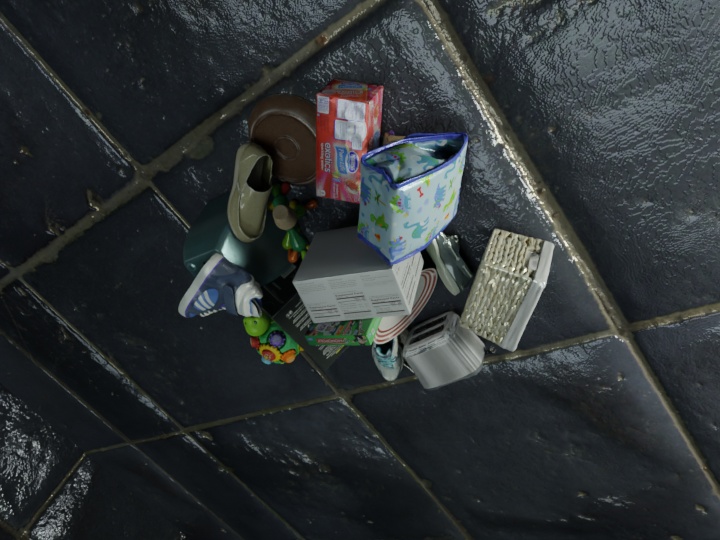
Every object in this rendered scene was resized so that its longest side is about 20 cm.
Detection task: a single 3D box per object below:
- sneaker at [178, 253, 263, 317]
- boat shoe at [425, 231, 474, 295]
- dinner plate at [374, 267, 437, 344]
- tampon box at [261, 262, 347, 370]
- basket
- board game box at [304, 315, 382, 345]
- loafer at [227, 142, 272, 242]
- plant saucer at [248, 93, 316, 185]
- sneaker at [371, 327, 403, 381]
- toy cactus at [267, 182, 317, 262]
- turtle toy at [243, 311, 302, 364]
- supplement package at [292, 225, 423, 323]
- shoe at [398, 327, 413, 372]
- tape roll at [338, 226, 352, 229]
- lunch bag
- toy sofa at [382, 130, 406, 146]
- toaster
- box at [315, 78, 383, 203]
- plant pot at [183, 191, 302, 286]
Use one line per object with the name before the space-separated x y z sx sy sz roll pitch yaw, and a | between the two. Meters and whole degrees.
sneaker | -0.277 0.069 1.181 0.146 0.081 0.200 38 128 -4
boat shoe | 0.174 -0.046 1.184 0.062 0.073 0.201 -31 111 -7
dinner plate | 0.090 0.072 1.223 0.024 0.200 0.201 38 139 24
tampon box | -0.123 0.100 1.328 0.200 0.126 0.150 51 169 -33
basket | 0.283 0.036 1.138 0.123 0.136 0.201 19 133 11
board game box | -0.013 0.065 1.136 0.134 0.200 0.029 -3 129 27
loafer | -0.216 -0.151 1.148 0.068 0.075 0.201 19 111 46
plant saucer | -0.141 -0.251 1.156 0.199 0.035 0.201 13 131 15
sneaker | 0.055 0.185 1.339 0.077 0.086 0.201 0 120 13
toy cactus | -0.136 -0.097 1.178 0.102 0.165 0.201 -14 81 3
turtle toy | -0.234 0.174 1.517 0.145 0.101 0.201 -10 124 31
supplement package | 0.000 0.000 1.092 0.199 0.156 0.111 -7 127 23
shoe | 0.100 0.181 1.403 0.070 0.053 0.200 -29 112 39
tape roll | 0.000 0.000 1.247 0.199 0.048 0.201 13 133 14
lunch bag | 0.098 -0.134 0.989 0.127 0.199 0.171 45 148 35
toy sofa | 0.078 -0.163 1.109 0.082 0.098 0.201 2 133 -8
toaster | 0.192 0.181 1.320 0.200 0.114 0.129 -28 111 35
box | -0.021 -0.235 1.058 0.099 0.096 0.201 12 126 13
plant pot | -0.273 -0.046 1.277 0.195 0.200 0.197 -16 120 35
